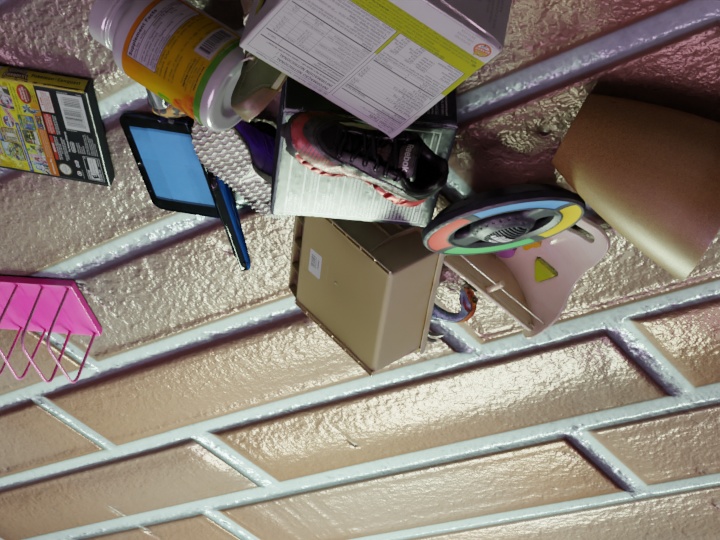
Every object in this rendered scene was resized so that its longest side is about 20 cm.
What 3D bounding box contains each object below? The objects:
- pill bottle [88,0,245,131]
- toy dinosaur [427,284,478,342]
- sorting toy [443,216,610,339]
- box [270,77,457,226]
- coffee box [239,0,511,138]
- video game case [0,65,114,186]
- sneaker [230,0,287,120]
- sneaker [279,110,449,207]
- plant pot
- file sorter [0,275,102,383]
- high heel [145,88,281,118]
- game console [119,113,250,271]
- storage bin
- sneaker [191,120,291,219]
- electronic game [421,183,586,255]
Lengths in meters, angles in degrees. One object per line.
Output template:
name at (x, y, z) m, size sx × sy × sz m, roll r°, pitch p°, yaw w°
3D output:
pill bottle at (-0.215, -0.256, 1.646) m, size 0.200 × 0.111 × 0.111 m, roll 34°, pitch 150°, yaw 18°
toy dinosaur at (0.070, 0.031, 2.044) m, size 0.181 × 0.105 × 0.200 m, roll 18°, pitch -176°, yaw -24°
sorting toy at (0.222, -0.030, 1.854) m, size 0.200 × 0.107 × 0.180 m, roll 38°, pitch 132°, yaw -27°
box at (0.000, -0.162, 1.686) m, size 0.198 × 0.123 × 0.200 m, roll 4°, pitch 145°, yaw -7°
coffee box at (0.024, -0.298, 1.458) m, size 0.200 × 0.200 × 0.198 m, roll 29°, pitch 144°, yaw -20°
video game case at (-0.436, -0.198, 1.930) m, size 0.180 × 0.026 × 0.200 m, roll 10°, pitch 146°, yaw 8°
sneaker at (-0.105, -0.269, 1.562) m, size 0.090 × 0.200 × 0.067 m, roll 40°, pitch 159°, yaw -26°
sneaker at (0.013, -0.127, 1.538) m, size 0.200 × 0.071 × 0.098 m, roll 21°, pitch 166°, yaw -28°
plant pot at (0.329, -0.116, 1.638) m, size 0.200 × 0.186 × 0.186 m, roll 29°, pitch 146°, yaw 7°
file sorter at (-0.550, 0.100, 2.301) m, size 0.200 × 0.126 × 0.139 m, roll 3°, pitch 143°, yaw 17°
high heel at (-0.171, -0.228, 1.775) m, size 0.200 × 0.072 × 0.143 m, roll 1°, pitch 167°, yaw 0°
game console at (-0.235, -0.103, 1.911) m, size 0.118 × 0.171 × 0.200 m, roll -16°, pitch 142°, yaw -1°
storage bin at (0.000, 0.000, 1.877) m, size 0.199 × 0.094 × 0.200 m, roll 42°, pitch 144°, yaw 30°
sneaker at (-0.144, -0.158, 1.803) m, size 0.069 × 0.100 × 0.200 m, roll -12°, pitch 140°, yaw 26°
electronic game at (0.172, -0.057, 1.706) m, size 0.200 × 0.042 × 0.200 m, roll -10°, pitch 165°, yaw -3°
